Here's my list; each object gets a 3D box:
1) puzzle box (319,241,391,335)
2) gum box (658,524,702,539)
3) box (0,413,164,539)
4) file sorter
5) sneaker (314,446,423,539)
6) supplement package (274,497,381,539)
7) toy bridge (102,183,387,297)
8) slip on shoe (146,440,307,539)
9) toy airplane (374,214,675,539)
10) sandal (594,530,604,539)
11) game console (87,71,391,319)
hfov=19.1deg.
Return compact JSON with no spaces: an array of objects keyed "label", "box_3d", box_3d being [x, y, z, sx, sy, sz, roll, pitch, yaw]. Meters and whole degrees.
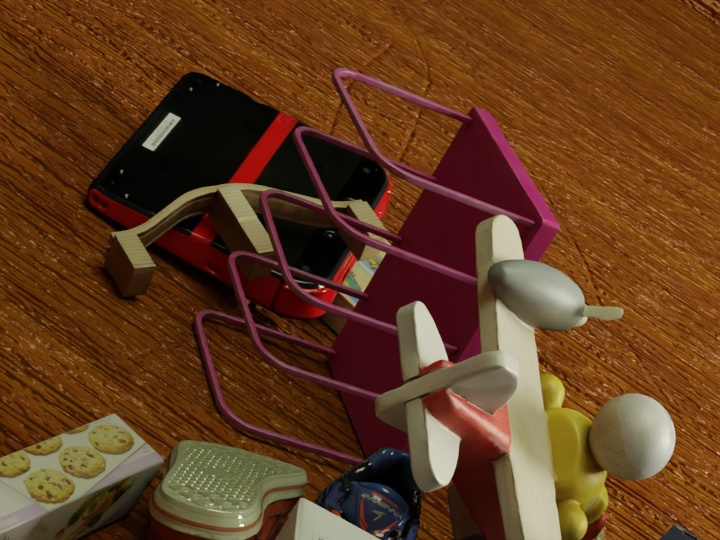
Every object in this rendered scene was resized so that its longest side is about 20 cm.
[{"label":"puzzle box","box_3d":[0.010,0.017,1.504,0.200,0.026,0.133,42,22,21]},{"label":"gum box","box_3d":[0.232,0.229,1.029,0.201,0.045,0.170,54,-13,-27]},{"label":"box","box_3d":[-0.163,0.114,1.023,0.041,0.039,0.200,39,21,15]},{"label":"file sorter","box_3d":[0.000,0.000,1.288,0.125,0.201,0.139,19,25,-26]},{"label":"sneaker","box_3d":[-0.010,0.148,1.117,0.075,0.079,0.200,31,21,-3]},{"label":"supplement package","box_3d":[0.027,0.215,0.976,0.199,0.114,0.110,29,20,-10]},{"label":"toy bridge","box_3d":[-0.076,-0.026,1.378,0.199,0.027,0.067,-9,49,-34]},{"label":"slip on shoe","box_3d":[-0.073,0.129,1.104,0.073,0.062,0.200,14,7,4]},{"label":"toy airplane","box_3d":[0.091,0.086,1.101,0.140,0.202,0.199,-10,14,11]},{"label":"sandal","box_3d":[0.120,0.129,1.358,0.077,0.070,0.212,19,26,-33]},{"label":"game console","box_3d":[-0.077,-0.054,1.468,0.176,0.031,0.200,25,33,3]}]
